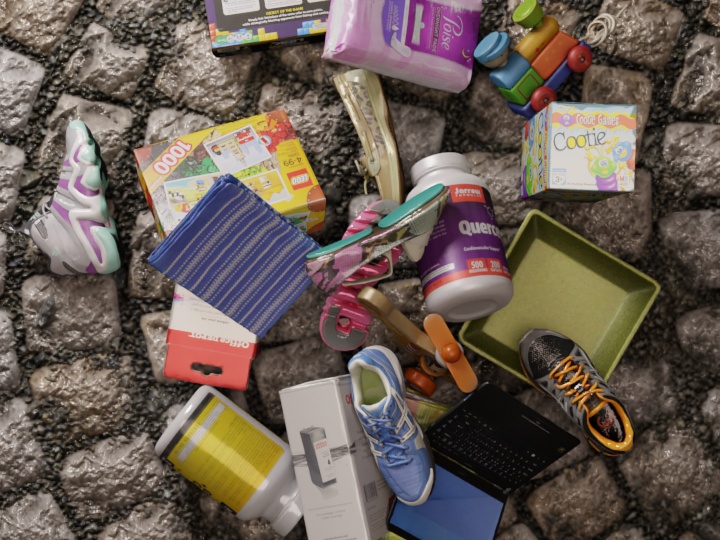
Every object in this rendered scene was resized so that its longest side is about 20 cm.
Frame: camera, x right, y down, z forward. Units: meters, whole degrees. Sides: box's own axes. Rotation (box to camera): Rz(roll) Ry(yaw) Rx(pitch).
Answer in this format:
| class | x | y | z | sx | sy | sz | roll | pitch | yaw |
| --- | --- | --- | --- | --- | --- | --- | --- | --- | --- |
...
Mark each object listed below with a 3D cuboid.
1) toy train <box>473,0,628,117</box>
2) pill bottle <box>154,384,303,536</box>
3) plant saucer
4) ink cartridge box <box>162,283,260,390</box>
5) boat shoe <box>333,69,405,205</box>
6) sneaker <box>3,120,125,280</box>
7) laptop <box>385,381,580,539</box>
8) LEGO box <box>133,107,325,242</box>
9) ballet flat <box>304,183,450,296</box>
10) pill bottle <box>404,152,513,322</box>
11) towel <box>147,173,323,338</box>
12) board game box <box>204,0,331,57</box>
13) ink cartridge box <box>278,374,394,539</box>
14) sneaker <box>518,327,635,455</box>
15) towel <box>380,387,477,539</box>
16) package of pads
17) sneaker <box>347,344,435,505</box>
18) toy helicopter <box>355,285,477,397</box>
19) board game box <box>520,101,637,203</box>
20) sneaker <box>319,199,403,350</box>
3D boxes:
| class | x | y | z | sx | sy | sz | roll | pitch | yaw |
| --- | --- | --- | --- | --- | --- | --- | --- | --- | --- |
| toy train | 0.242 | -0.305 | 1.464 | 0.116 | 0.085 | 0.200 | 42 | 89 | -27 |
| pill bottle | -0.153 | 0.245 | 1.453 | 0.200 | 0.112 | 0.112 | 38 | 89 | 0 |
| plant saucer | 0.256 | 0.054 | 1.498 | 0.199 | 0.048 | 0.200 | 31 | 88 | -1 |
| ink cartridge box | -0.181 | 0.045 | 1.476 | 0.116 | 0.067 | 0.201 | 10 | 89 | -1 |
| boat shoe | 0.016 | -0.165 | 1.487 | 0.062 | 0.073 | 0.201 | -13 | 79 | 4 |
| sneaker | -0.391 | -0.085 | 1.468 | 0.139 | 0.078 | 0.201 | -12 | 89 | -2 |
| laptop | 0.155 | 0.264 | 1.429 | 0.177 | 0.104 | 0.200 | 33 | 120 | -29 |
| LEGO box | -0.164 | -0.099 | 1.428 | 0.199 | 0.077 | 0.149 | -19 | 65 | -15 |
| ballet flat | 0.030 | -0.031 | 1.386 | 0.199 | 0.069 | 0.071 | -29 | 101 | -2 |
| pill bottle | 0.120 | -0.043 | 1.447 | 0.112 | 0.113 | 0.201 | -11 | 69 | -2 |
| towel | -0.140 | -0.013 | 1.374 | 0.145 | 0.024 | 0.200 | -47 | 128 | 7 |
| board game box | -0.107 | -0.376 | 1.489 | 0.199 | 0.057 | 0.166 | -8 | 88 | -2 |
| ink cartridge box | -0.022 | 0.233 | 1.425 | 0.084 | 0.146 | 0.201 | -12 | 84 | 18 |
| sneaker | 0.278 | 0.151 | 1.436 | 0.078 | 0.077 | 0.200 | -44 | 89 | 0 |
| towel | 0.081 | 0.264 | 1.505 | 0.143 | 0.023 | 0.201 | 17 | 90 | -2 |
| package of pads | 0.052 | -0.305 | 1.447 | 0.199 | 0.076 | 0.121 | 10 | 86 | -27 |
| sneaker | 0.029 | 0.188 | 1.378 | 0.076 | 0.077 | 0.201 | -26 | 78 | 20 |
| toy helicopter | 0.071 | 0.086 | 1.412 | 0.200 | 0.132 | 0.079 | 42 | 76 | -29 |
| board game box | 0.267 | -0.142 | 1.424 | 0.104 | 0.200 | 0.104 | 2 | 89 | -1 |
| sneaker | 0.000 | 0.000 | 1.465 | 0.079 | 0.095 | 0.201 | 23 | 98 | -4 |
